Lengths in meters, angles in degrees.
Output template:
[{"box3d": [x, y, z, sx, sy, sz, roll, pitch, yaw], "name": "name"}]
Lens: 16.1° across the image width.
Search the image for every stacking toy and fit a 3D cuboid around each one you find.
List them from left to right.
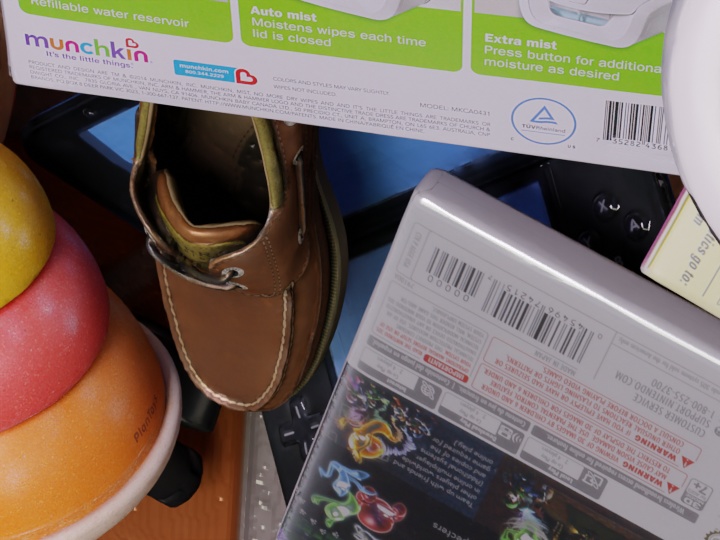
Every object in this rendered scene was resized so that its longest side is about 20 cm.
[{"box3d": [-0.148, -0.004, 0.898, 0.145, 0.146, 0.201, 9, 133, 20], "name": "stacking toy"}]

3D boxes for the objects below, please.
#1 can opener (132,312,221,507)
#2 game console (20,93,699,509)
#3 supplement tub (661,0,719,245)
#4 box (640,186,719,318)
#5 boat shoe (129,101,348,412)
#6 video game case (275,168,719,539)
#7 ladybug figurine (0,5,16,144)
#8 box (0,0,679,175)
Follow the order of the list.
[{"box3d": [-0.149, 0.042, 1.037, 0.199, 0.079, 0.063, 20, 161, 17], "name": "can opener"}, {"box3d": [0.000, 0.000, 0.884, 0.199, 0.118, 0.172, -22, 78, 39], "name": "game console"}, {"box3d": [0.150, -0.075, 0.594, 0.122, 0.200, 0.123, 10, 120, 17], "name": "supplement tub"}, {"box3d": [0.211, -0.023, 0.760, 0.199, 0.176, 0.097, 31, 125, 6], "name": "box"}, {"box3d": [-0.048, -0.026, 0.834, 0.072, 0.068, 0.201, 14, 129, 18], "name": "boat shoe"}, {"box3d": [0.081, 0.080, 0.869, 0.199, 0.023, 0.182, 28, 131, 8], "name": "video game case"}, {"box3d": [-0.188, -0.084, 0.969, 0.135, 0.072, 0.201, 26, 123, 8], "name": "ladybug figurine"}, {"box3d": [0.005, -0.126, 0.657, 0.199, 0.097, 0.177, 8, 138, 9], "name": "box"}]
